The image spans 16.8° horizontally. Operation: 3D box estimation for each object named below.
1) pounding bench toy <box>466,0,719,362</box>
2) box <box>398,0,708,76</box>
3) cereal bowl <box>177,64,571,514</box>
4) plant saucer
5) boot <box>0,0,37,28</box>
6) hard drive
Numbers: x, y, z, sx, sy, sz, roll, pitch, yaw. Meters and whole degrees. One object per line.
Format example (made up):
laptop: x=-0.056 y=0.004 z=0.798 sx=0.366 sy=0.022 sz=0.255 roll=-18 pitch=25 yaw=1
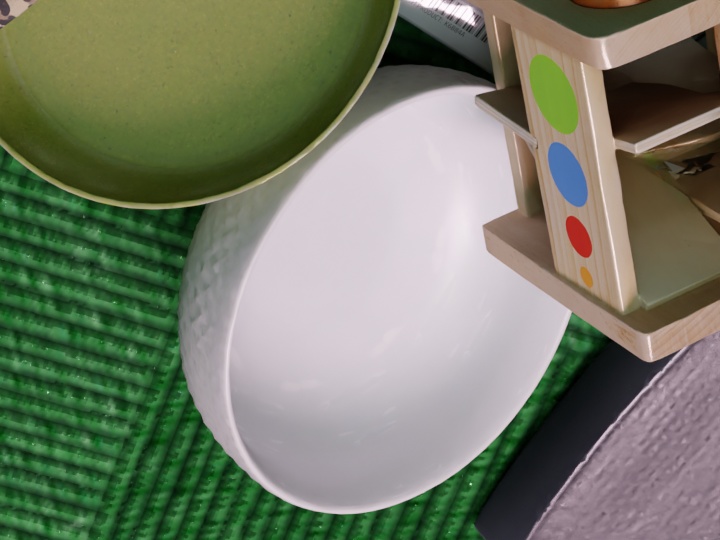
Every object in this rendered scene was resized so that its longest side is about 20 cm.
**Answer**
pounding bench toy: x=0.137 y=-0.063 z=0.944 sx=0.124 sy=0.200 sz=0.156 roll=-23 pitch=121 yaw=-19
box: x=0.112 y=-0.167 z=1.038 sx=0.156 sy=0.041 sz=0.200 roll=30 pitch=111 yaw=-20
cereal bowl: x=0.000 y=0.000 z=1.068 sx=0.200 sy=0.083 sz=0.201 roll=-19 pitch=124 yaw=-31
plant saucer: x=-0.075 y=-0.122 z=0.997 sx=0.199 sy=0.031 sz=0.201 roll=-2 pitch=83 yaw=13
boot: x=-0.137 y=-0.194 z=0.930 sx=0.200 sy=0.073 sz=0.151 roll=-39 pitch=111 yaw=15
hard drive: x=0.163 y=0.088 z=1.170 sx=0.135 sy=0.042 sz=0.200 roll=32 pitch=109 yaw=-20
